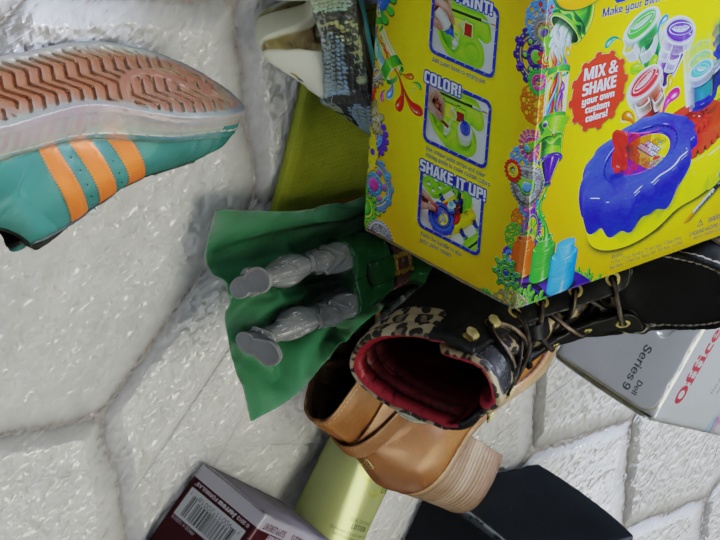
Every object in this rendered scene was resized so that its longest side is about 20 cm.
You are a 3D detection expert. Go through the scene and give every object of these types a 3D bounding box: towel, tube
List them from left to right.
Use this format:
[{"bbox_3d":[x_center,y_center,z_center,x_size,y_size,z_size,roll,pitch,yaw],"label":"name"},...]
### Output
[{"bbox_3d":[-0.015,-0.059,1.242,0.086,0.018,0.201,-22,136,-45],"label":"towel"},{"bbox_3d":[0.000,0.121,1.410,0.058,0.052,0.201,-151,-93,-87],"label":"tube"}]

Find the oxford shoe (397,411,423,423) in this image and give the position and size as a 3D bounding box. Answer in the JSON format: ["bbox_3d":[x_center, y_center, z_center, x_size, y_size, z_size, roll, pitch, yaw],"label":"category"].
[{"bbox_3d":[0.082,0.025,1.314,0.200,0.075,0.058,-55,149,-36],"label":"oxford shoe"}]

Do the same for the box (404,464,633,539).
[{"bbox_3d":[0.091,0.259,1.615,0.148,0.104,0.201,-5,124,-52],"label":"box"}]

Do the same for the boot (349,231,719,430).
[{"bbox_3d":[0.104,0.027,1.187,0.151,0.199,0.073,-41,131,-43],"label":"boot"}]

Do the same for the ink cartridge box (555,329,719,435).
[{"bbox_3d":[0.234,0.028,1.455,0.200,0.087,0.146,15,105,-61],"label":"ink cartridge box"}]

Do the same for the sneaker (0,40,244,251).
[{"bbox_3d":[-0.143,-0.055,1.021,0.200,0.071,0.080,-9,132,-45],"label":"sneaker"}]

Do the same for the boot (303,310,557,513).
[{"bbox_3d":[0.043,0.039,1.361,0.155,0.077,0.201,35,74,-42],"label":"boot"}]

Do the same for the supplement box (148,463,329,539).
[{"bbox_3d":[-0.112,0.226,1.340,0.200,0.061,0.109,-54,150,0],"label":"supplement box"}]

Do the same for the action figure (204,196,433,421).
[{"bbox_3d":[0.000,0.000,1.244,0.200,0.055,0.119,-23,113,-49],"label":"action figure"}]

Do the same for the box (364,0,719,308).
[{"bbox_3d":[0.117,-0.111,1.124,0.199,0.122,0.193,-19,123,-37],"label":"box"}]

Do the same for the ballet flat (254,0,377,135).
[{"bbox_3d":[-0.028,-0.142,1.108,0.074,0.074,0.200,-40,143,-24],"label":"ballet flat"}]
